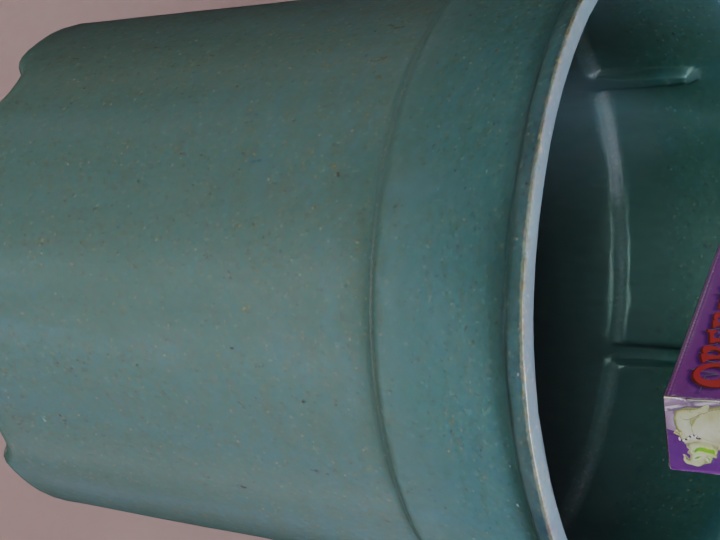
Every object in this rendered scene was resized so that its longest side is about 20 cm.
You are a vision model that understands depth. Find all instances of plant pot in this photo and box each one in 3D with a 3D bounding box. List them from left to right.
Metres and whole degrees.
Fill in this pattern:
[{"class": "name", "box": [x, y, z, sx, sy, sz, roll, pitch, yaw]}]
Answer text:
[{"class": "plant pot", "box": [0.000, 0.000, 0.852, 0.196, 0.200, 0.201, 3, 95, 27]}]

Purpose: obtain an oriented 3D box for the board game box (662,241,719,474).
[{"class": "board game box", "box": [0.161, -0.010, 0.789, 0.120, 0.200, 0.032, 7, 126, 17]}]
